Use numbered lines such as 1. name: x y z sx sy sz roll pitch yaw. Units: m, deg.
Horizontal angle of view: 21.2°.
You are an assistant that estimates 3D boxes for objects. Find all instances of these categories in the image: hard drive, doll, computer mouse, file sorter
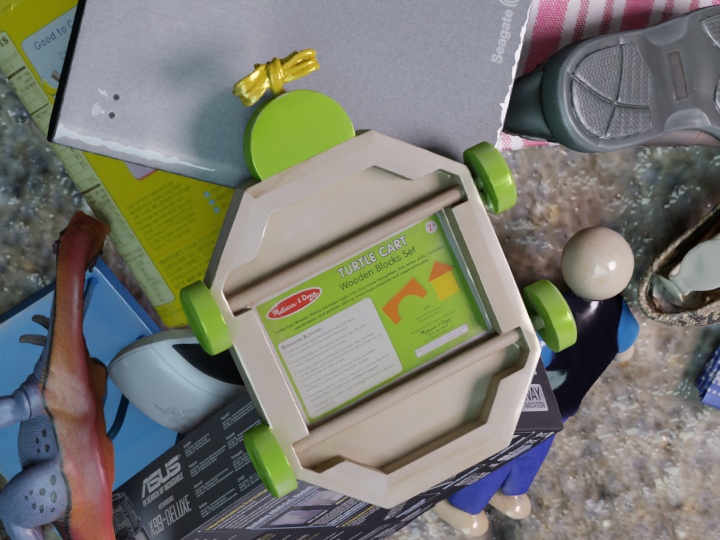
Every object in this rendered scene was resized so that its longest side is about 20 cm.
1. hard drive: -0.027 -0.101 0.864 0.199 0.033 0.141 13 91 -16
2. doll: 0.101 0.062 1.073 0.048 0.136 0.201 44 127 28
3. computer mouse: -0.041 0.067 1.009 0.199 0.044 0.110 5 155 -35
4. file sorter: -0.152 0.127 1.108 0.138 0.123 0.200 -31 113 19

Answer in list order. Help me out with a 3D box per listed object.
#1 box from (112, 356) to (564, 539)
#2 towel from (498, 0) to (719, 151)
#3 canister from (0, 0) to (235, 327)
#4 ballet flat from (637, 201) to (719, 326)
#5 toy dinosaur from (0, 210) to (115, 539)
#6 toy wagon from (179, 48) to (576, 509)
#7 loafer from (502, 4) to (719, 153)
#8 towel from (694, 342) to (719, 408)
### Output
1. box: -0.019 0.102 0.989 0.157 0.050 0.200 2 151 -41
2. towel: 0.113 -0.128 0.959 0.199 0.030 0.147 -7 122 -27
3. canister: -0.088 -0.089 0.930 0.148 0.087 0.201 -28 100 22
4. ballet flat: 0.222 -0.028 1.008 0.200 0.075 0.068 -41 77 35
5. toy dinosaur: -0.135 0.069 0.941 0.200 0.105 0.182 36 128 6
6. toy wagon: -0.001 -0.001 0.842 0.154 0.040 0.201 -26 100 -12
7. loafer: 0.148 -0.092 0.954 0.063 0.199 0.072 -3 93 50
8. towel: 0.290 0.012 1.082 0.144 0.024 0.201 17 120 -8
